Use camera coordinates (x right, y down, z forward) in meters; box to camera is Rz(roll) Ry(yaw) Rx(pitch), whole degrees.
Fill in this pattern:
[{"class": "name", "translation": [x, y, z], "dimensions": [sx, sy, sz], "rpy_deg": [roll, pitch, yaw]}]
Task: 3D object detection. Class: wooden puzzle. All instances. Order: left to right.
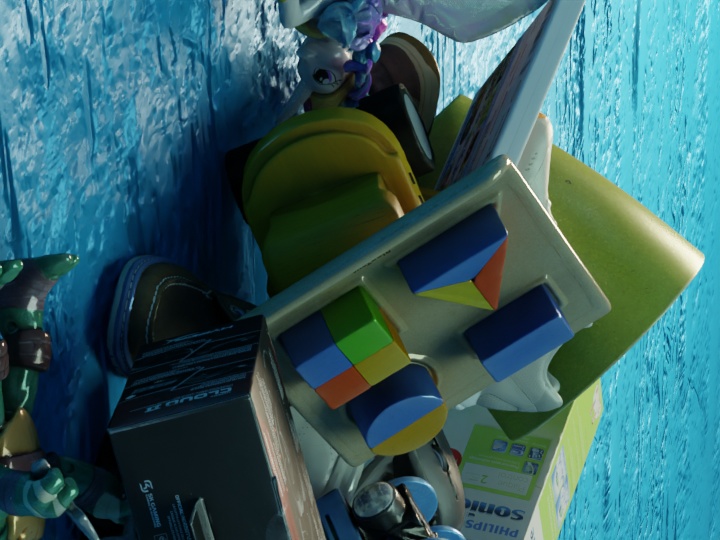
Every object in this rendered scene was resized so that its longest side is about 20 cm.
[{"class": "wooden puzzle", "translation": [0.042, 0.036, 1.479], "dimensions": [0.046, 0.185, 0.200], "rpy_deg": [62, 8, 34]}]

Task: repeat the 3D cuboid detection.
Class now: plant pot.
[{"class": "plant pot", "translation": [0.104, -0.018, 1.806], "dimensions": [0.187, 0.200, 0.187], "rpy_deg": [-44, -177, 2]}]

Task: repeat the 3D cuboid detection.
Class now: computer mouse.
[{"class": "computer mouse", "translation": [0.043, 0.094, 1.666], "dimensions": [0.059, 0.034, 0.201], "rpy_deg": [-36, 125, -50]}]

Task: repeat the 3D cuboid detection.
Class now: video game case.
[{"class": "video game case", "translation": [0.084, -0.088, 1.647], "dimensions": [0.144, 0.018, 0.200], "rpy_deg": [-67, -174, -22]}]

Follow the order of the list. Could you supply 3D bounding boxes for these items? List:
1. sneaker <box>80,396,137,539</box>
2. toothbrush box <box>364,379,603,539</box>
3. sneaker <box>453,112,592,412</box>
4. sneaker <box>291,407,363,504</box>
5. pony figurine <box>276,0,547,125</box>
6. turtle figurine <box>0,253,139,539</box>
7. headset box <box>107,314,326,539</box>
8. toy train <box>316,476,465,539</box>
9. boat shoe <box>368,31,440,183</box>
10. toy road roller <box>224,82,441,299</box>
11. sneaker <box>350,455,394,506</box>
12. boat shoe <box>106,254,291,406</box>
[{"class": "sneaker", "translation": [-0.130, 0.165, 1.421], "dimensions": [0.112, 0.073, 0.201], "rpy_deg": [-28, 127, -69]}, {"class": "toothbrush box", "translation": [0.083, 0.138, 1.920], "dimensions": [0.086, 0.145, 0.201], "rpy_deg": [78, 29, -48]}, {"class": "sneaker", "translation": [0.112, -0.002, 1.696], "dimensions": [0.076, 0.091, 0.201], "rpy_deg": [-100, -159, -79]}, {"class": "sneaker", "translation": [-0.028, 0.072, 1.674], "dimensions": [0.075, 0.088, 0.201], "rpy_deg": [-45, -159, 54]}, {"class": "pony figurine", "translation": [0.004, -0.195, 1.567], "dimensions": [0.193, 0.166, 0.200], "rpy_deg": [-42, 148, -16]}, {"class": "turtle figurine", "translation": [-0.161, 0.095, 1.259], "dimensions": [0.150, 0.100, 0.201], "rpy_deg": [-39, 121, -87]}, {"class": "headset box", "translation": [-0.067, 0.121, 1.317], "dimensions": [0.200, 0.077, 0.150], "rpy_deg": [-86, 161, -78]}, {"class": "toy train", "translation": [0.024, 0.214, 1.628], "dimensions": [0.200, 0.114, 0.087], "rpy_deg": [59, 4, -39]}, {"class": "boat shoe", "translation": [0.001, -0.062, 1.717], "dimensions": [0.066, 0.072, 0.202], "rpy_deg": [-23, 137, -39]}, {"class": "toy road roller", "translation": [0.000, 0.000, 1.532], "dimensions": [0.146, 0.122, 0.201], "rpy_deg": [-88, 156, -68]}, {"class": "sneaker", "translation": [-0.020, 0.186, 1.711], "dimensions": [0.200, 0.082, 0.075], "rpy_deg": [-51, 124, -26]}, {"class": "boat shoe", "translation": [-0.083, 0.039, 1.497], "dimensions": [0.200, 0.072, 0.073], "rpy_deg": [34, 68, -69]}]
